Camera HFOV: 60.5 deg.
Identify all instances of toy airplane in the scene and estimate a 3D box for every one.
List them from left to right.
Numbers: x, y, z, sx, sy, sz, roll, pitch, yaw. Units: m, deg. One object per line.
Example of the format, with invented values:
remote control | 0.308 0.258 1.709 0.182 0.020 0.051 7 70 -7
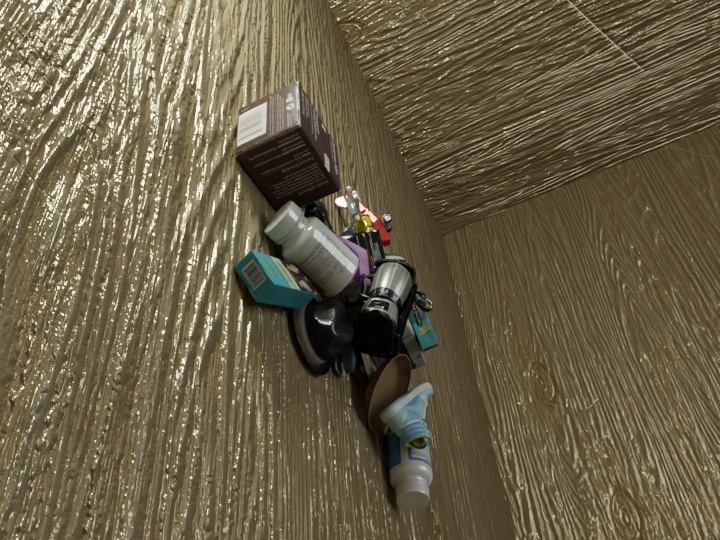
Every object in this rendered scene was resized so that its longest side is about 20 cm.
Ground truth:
toy airplane | -0.010 -0.154 1.884 0.201 0.141 0.198 52 -17 -26

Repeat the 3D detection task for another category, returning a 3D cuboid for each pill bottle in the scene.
pill bottle | -0.106 -0.048 1.328 0.200 0.114 0.115 44 24 -20
pill bottle | 0.122 0.481 1.540 0.203 0.110 0.113 -90 155 -50

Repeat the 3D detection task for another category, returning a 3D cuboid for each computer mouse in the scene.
computer mouse | 0.102 0.037 1.561 0.059 0.197 0.034 -47 164 -42

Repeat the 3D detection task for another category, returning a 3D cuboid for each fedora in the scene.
fedora | -0.072 0.122 1.330 0.200 0.090 0.205 -21 91 -75

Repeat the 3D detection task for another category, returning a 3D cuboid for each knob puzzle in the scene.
knob puzzle | 0.012 0.227 1.617 0.220 0.030 0.225 -22 91 -86

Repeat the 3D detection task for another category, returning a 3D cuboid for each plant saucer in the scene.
plant saucer | 0.062 0.300 1.541 0.199 0.035 0.205 -36 135 -46

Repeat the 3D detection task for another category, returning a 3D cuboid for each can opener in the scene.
can opener | -0.040 0.151 1.460 0.053 0.065 0.205 49 32 -54

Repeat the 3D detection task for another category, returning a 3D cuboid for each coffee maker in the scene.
coffee maker | 0.065 0.107 1.454 0.195 0.132 0.202 64 32 -31

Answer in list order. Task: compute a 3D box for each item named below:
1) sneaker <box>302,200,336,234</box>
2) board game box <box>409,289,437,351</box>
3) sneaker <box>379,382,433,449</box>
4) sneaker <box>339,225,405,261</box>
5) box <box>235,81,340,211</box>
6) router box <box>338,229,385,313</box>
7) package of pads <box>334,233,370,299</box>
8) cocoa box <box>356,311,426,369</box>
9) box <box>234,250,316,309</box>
sneaker | -0.113 -0.131 1.588 0.204 0.059 0.104 70 13 18
board game box | 0.150 0.112 1.658 0.151 0.046 0.205 52 17 -78
sneaker | 0.143 0.368 1.537 0.198 0.080 0.132 -21 67 -47
sneaker | 0.023 -0.060 1.759 0.078 0.197 0.149 109 -28 -50
box | -0.160 -0.270 1.382 0.201 0.161 0.169 54 21 -46
router box | 0.000 0.000 1.635 0.051 0.145 0.205 89 -11 -64
package of pads | -0.056 -0.016 1.513 0.198 0.075 0.123 26 48 -47
cocoa box | 0.086 0.185 1.683 0.201 0.128 0.136 63 6 -55
box | -0.158 0.022 1.189 0.083 0.049 0.199 53 10 17
